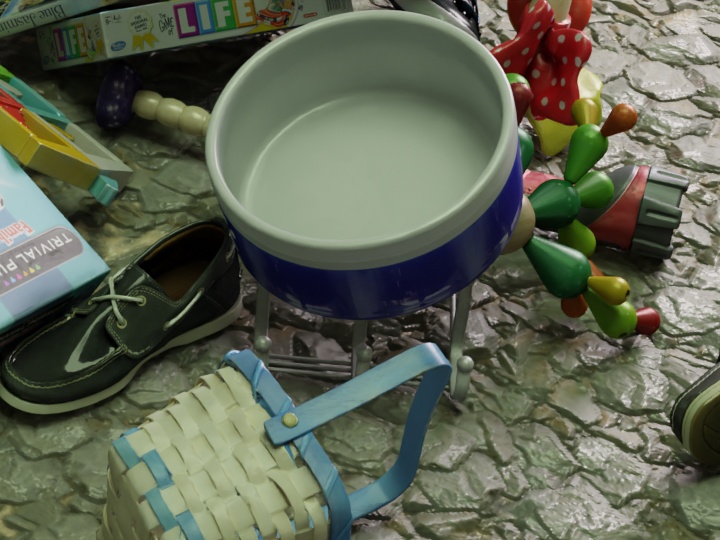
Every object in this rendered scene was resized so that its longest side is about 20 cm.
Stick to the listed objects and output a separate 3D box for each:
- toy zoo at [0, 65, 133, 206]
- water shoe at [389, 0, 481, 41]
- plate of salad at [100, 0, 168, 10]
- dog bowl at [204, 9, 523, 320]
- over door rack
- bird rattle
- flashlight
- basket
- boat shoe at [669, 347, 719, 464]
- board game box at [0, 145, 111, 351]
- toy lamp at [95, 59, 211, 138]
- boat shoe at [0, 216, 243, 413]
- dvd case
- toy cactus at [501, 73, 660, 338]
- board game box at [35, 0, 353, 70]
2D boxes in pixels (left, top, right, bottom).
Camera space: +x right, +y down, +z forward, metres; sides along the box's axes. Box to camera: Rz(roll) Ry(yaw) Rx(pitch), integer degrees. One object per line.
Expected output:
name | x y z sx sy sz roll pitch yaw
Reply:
toy zoo | -0.239 -0.108 1.730 0.200 0.021 0.131 38 9 23
water shoe | 0.063 -0.219 1.916 0.079 0.072 0.200 -42 25 4
plate of salad | -0.135 -0.242 1.907 0.199 0.048 0.200 -15 15 4
dog bowl | 0.005 -0.069 1.610 0.199 0.079 0.201 -6 51 7
over door rack | 0.000 0.000 1.681 0.147 0.067 0.200 7 38 -6
bird rattle | 0.126 -0.175 1.832 0.112 0.200 0.164 11 77 9
flashlight | 0.133 -0.062 1.789 0.199 0.068 0.068 16 38 6
basket | -0.045 0.125 1.435 0.199 0.177 0.139 -29 66 -22
boat shoe | 0.268 0.068 1.661 0.200 0.072 0.066 -24 39 -36
board game box | -0.275 -0.038 1.597 0.200 0.047 0.151 47 34 7
toy lamp | -0.090 -0.097 1.792 0.199 0.058 0.058 17 38 11
boat shoe | -0.155 0.027 1.612 0.072 0.068 0.200 35 46 28
dvd case | -0.228 -0.221 1.864 0.199 0.018 0.143 -15 30 19
toy cactus | 0.125 -0.040 1.683 0.165 0.102 0.201 -15 87 -45
board game box | -0.123 -0.184 1.852 0.199 0.034 0.134 -13 6 -27
